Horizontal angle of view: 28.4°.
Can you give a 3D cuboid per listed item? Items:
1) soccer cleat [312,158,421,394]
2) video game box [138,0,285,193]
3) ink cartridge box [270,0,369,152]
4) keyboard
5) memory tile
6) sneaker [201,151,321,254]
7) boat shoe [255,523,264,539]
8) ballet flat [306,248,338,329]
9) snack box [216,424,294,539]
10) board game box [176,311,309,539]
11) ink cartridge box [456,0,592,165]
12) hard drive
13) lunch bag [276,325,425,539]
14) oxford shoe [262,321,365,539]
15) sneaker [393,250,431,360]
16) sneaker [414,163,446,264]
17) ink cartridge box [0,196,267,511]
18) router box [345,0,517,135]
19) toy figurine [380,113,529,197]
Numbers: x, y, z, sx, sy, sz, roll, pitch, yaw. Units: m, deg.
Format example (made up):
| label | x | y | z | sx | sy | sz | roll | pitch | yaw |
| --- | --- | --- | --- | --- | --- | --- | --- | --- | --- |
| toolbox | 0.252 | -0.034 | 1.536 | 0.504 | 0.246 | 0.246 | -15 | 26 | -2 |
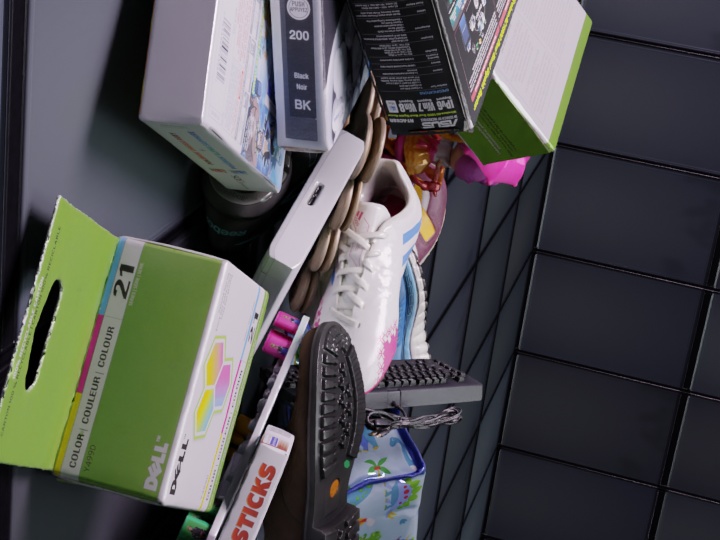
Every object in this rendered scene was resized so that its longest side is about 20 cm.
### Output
| label | x | y | z | sx | sy | sz | roll | pitch | yaw |
| --- | --- | --- | --- | --- | --- | --- | --- | --- | --- |
| soccer cleat | 0.000 | 0.000 | 1.103 | 0.087 | 0.069 | 0.201 | 74 | 25 | -50 |
| video game box | -0.078 | -0.165 | 0.881 | 0.182 | 0.046 | 0.202 | 38 | 58 | -74 |
| ink cartridge box | -0.020 | -0.210 | 0.942 | 0.199 | 0.043 | 0.202 | -67 | 158 | -58 |
| keyboard | 0.022 | 0.101 | 1.189 | 0.199 | 0.127 | 0.021 | -1 | 114 | -37 |
| memory tile | -0.021 | -0.074 | 1.122 | 0.154 | 0.017 | 0.201 | -90 | -160 | -44 |
| sneaker | -0.064 | -0.094 | 1.044 | 0.200 | 0.075 | 0.080 | -57 | 170 | -39 |
| boat shoe | -0.088 | 0.225 | 1.173 | 0.200 | 0.056 | 0.069 | 91 | -20 | -74 |
| ballet flat | -0.015 | -0.002 | 1.198 | 0.070 | 0.069 | 0.201 | 85 | -5 | -54 |
| snack box | -0.095 | 0.207 | 0.974 | 0.072 | 0.024 | 0.201 | -93 | -154 | -86 |
| board game box | -0.102 | 0.156 | 1.062 | 0.201 | 0.026 | 0.201 | 114 | -1 | -53 |
| ink cartridge box | 0.096 | -0.207 | 1.151 | 0.200 | 0.075 | 0.149 | 44 | 52 | -36 |
| hard drive | -0.061 | 0.004 | 1.043 | 0.132 | 0.027 | 0.200 | -63 | -178 | -39 |
| lunch bag | -0.022 | 0.172 | 1.290 | 0.201 | 0.126 | 0.171 | -121 | -155 | -42 |
| oxford shoe | -0.046 | 0.134 | 1.040 | 0.073 | 0.084 | 0.202 | -5 | 103 | -61 |
| sneaker | 0.012 | 0.036 | 1.302 | 0.078 | 0.089 | 0.202 | -127 | -153 | -66 |
| sneaker | 0.021 | -0.020 | 1.376 | 0.201 | 0.075 | 0.090 | -62 | 167 | -3 |
| ink cartridge box | -0.128 | 0.057 | 0.823 | 0.200 | 0.075 | 0.149 | 51 | 52 | -76 |
| router box | 0.052 | -0.210 | 0.945 | 0.201 | 0.062 | 0.151 | -67 | 147 | -44 |
| toy figurine | 0.066 | -0.114 | 1.299 | 0.200 | 0.182 | 0.151 | 80 | 26 | -61 |
